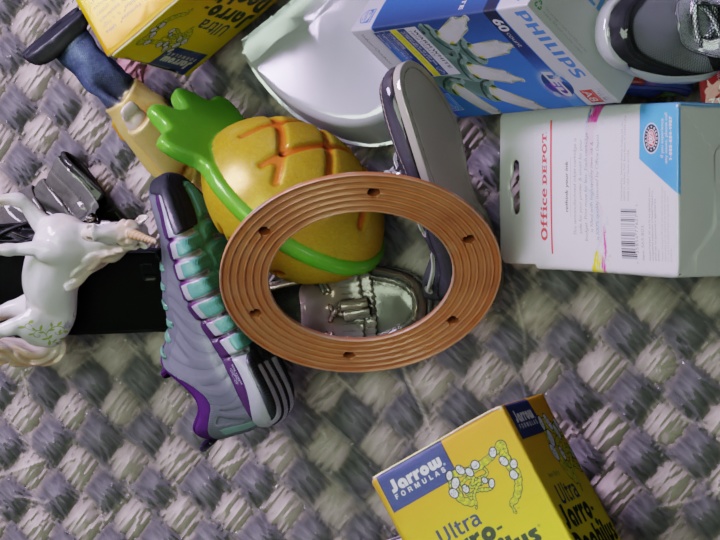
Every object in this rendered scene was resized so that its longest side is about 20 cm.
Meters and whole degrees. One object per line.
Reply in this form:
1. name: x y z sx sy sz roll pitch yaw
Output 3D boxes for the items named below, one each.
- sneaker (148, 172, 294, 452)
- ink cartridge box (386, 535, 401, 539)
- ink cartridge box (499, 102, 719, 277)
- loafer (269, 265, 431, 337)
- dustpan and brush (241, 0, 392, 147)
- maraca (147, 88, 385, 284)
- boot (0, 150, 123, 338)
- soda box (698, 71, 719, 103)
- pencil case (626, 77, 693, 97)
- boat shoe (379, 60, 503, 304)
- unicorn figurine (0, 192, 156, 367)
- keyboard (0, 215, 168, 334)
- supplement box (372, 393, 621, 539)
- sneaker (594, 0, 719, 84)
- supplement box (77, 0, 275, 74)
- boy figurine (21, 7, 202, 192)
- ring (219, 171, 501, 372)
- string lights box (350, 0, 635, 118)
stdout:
1. sneaker: -0.127 0.032 1.650 0.087 0.074 0.201 -26 84 23
2. ink cartridge box: 0.085 0.251 1.635 0.199 0.084 0.146 -20 84 21
3. ink cartridge box: 0.180 -0.057 1.560 0.200 0.068 0.116 5 96 57
4. loafer: -0.048 0.036 1.688 0.199 0.063 0.072 -5 91 22
5. dustpan and brush: 0.021 -0.124 1.662 0.139 0.057 0.200 -37 73 8
6. maraca: -0.067 -0.065 1.645 0.200 0.137 0.107 37 115 4
7. boot: -0.268 -0.051 1.778 0.131 0.068 0.200 -43 86 14
8. soda box: 0.278 -0.070 1.549 0.070 0.063 0.201 -7 91 22
9. pencil case: 0.196 -0.217 1.565 0.086 0.078 0.201 7 96 28
10. boat shoe: 0.043 -0.056 1.606 0.062 0.073 0.201 -6 125 27
11. unicorn figurine: -0.235 -0.002 1.678 0.137 0.074 0.200 12 140 -11
12. keyboard: -0.237 -0.001 1.737 0.199 0.040 0.105 -1 123 8
13. supplement box: 0.112 0.198 1.519 0.109 0.109 0.201 -31 81 18
14. sneaker: 0.256 -0.163 1.441 0.199 0.114 0.076 -4 90 -14
15. supplement box: -0.165 -0.261 1.671 0.109 0.109 0.201 -37 72 20
16. boy figurine: -0.169 -0.108 1.707 0.064 0.124 0.200 -41 108 -5
17. ring: 0.000 0.000 1.584 0.200 0.200 0.019 -27 41 21
18. string lights box: 0.095 -0.162 1.543 0.200 0.103 0.059 0 53 56
